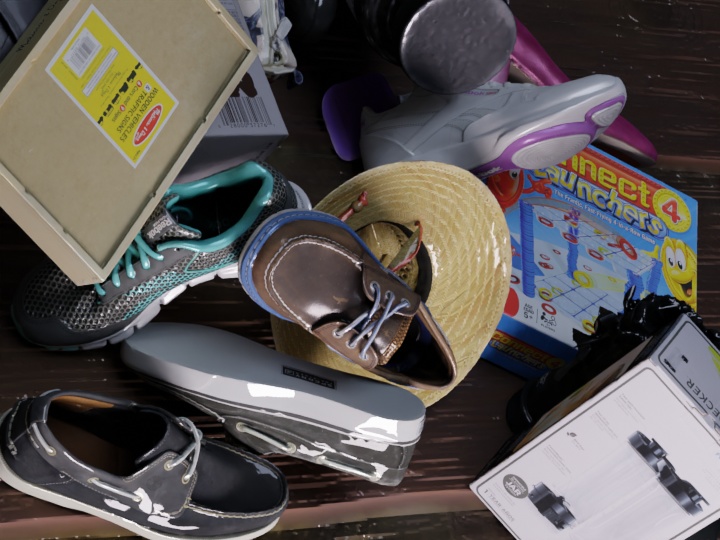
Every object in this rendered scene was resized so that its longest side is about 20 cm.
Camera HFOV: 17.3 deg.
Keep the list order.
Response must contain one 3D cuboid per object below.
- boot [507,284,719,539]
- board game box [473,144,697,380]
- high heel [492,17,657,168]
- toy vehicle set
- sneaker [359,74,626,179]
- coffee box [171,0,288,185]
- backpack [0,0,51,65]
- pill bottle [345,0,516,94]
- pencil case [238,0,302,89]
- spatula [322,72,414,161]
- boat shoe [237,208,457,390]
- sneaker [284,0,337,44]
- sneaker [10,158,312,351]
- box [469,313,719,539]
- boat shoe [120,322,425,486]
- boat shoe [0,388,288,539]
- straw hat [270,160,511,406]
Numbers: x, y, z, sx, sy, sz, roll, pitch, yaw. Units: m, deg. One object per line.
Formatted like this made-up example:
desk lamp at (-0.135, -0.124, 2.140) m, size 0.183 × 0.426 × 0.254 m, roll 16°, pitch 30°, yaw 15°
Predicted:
boot at (0.213, 0.108, 1.644) m, size 0.198 × 0.162 × 0.073 m, roll 40°, pitch 46°, yaw -9°
board game box at (0.157, -0.004, 1.754) m, size 0.200 × 0.056 × 0.196 m, roll 25°, pitch 49°, yaw -23°
high heel at (0.153, -0.146, 1.828) m, size 0.200 × 0.067 × 0.096 m, roll 19°, pitch 68°, yaw -23°
toy vehicle set at (-0.151, -0.105, 1.413) m, size 0.124 × 0.027 × 0.200 m, roll 50°, pitch 54°, yaw -28°
sneaker at (0.088, -0.112, 1.678) m, size 0.075 × 0.200 × 0.100 m, roll 41°, pitch 33°, yaw -65°
coffee box at (-0.138, -0.147, 1.580) m, size 0.080 × 0.113 × 0.200 m, roll -4°, pitch 63°, yaw -39°
backpack at (-0.230, -0.150, 1.469) m, size 0.176 × 0.153 × 0.200 m, roll -30°, pitch 104°, yaw -40°
pill bottle at (0.042, -0.212, 1.690) m, size 0.112 × 0.112 × 0.200 m, roll 17°, pitch 28°, yaw -29°
pencil case at (-0.088, -0.222, 1.639) m, size 0.078 × 0.089 × 0.200 m, roll -4°, pitch 88°, yaw -54°
spatula at (0.045, -0.130, 1.776) m, size 0.200 × 0.021 × 0.057 m, roll -22°, pitch 91°, yaw -47°
boat shoe at (0.002, 0.022, 1.485) m, size 0.072 × 0.072 × 0.200 m, roll 37°, pitch 5°, yaw 39°
sneaker at (-0.099, -0.244, 1.716) m, size 0.115 × 0.075 × 0.200 m, roll -2°, pitch 52°, yaw -33°
sneaker at (-0.128, -0.018, 1.462) m, size 0.200 × 0.091 × 0.078 m, roll -26°, pitch 71°, yaw -5°
box at (0.180, 0.129, 1.577) m, size 0.117 × 0.200 × 0.060 m, roll 47°, pitch 44°, yaw -1°
boat shoe at (-0.061, 0.089, 1.505) m, size 0.200 × 0.064 × 0.071 m, roll 18°, pitch 22°, yaw 0°
boat shoe at (-0.124, 0.119, 1.442) m, size 0.200 × 0.068 × 0.072 m, roll 19°, pitch 50°, yaw -30°
straw hat at (0.000, 0.000, 1.601) m, size 0.201 × 0.201 × 0.085 m, roll 0°, pitch 19°, yaw -38°
